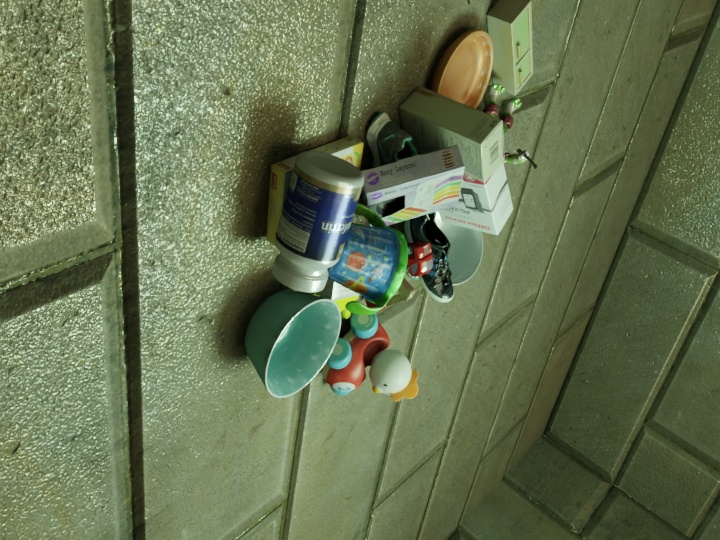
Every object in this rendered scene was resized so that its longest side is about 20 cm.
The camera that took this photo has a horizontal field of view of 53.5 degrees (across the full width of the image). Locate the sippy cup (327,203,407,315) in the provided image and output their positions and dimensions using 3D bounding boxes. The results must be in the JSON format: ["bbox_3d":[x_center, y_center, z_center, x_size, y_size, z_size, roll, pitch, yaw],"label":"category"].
[{"bbox_3d":[-0.005,-0.023,1.257,0.128,0.179,0.142,18,112,-30],"label":"sippy cup"}]

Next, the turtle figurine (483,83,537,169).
[{"bbox_3d":[0.313,-0.300,1.546,0.200,0.140,0.200,112,-10,-73],"label":"turtle figurine"}]

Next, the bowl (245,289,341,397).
[{"bbox_3d":[-0.136,0.117,1.316,0.200,0.104,0.204,-38,146,-32],"label":"bowl"}]

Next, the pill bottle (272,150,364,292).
[{"bbox_3d":[-0.073,-0.076,1.146,0.114,0.115,0.205,-13,129,-52],"label":"pill bottle"}]

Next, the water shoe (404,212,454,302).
[{"bbox_3d":[0.154,-0.028,1.497,0.071,0.078,0.204,-29,97,-35],"label":"water shoe"}]

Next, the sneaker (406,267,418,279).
[{"bbox_3d":[0.181,-0.029,1.721,0.198,0.077,0.081,-34,156,-35],"label":"sneaker"}]

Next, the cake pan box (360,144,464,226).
[{"bbox_3d":[0.093,-0.152,1.344,0.194,0.054,0.185,-15,160,-3],"label":"cake pan box"}]

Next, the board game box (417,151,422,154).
[{"bbox_3d":[0.164,-0.234,1.543,0.199,0.029,0.137,-39,145,-33],"label":"board game box"}]

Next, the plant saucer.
[{"bbox_3d":[0.201,-0.388,1.450,0.199,0.037,0.204,-39,145,-34],"label":"plant saucer"}]

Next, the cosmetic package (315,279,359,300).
[{"bbox_3d":[0.000,0.000,1.396,0.197,0.050,0.085,-12,114,-48],"label":"cosmetic package"}]

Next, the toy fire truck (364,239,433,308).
[{"bbox_3d":[0.080,0.013,1.517,0.048,0.197,0.145,-23,105,-39],"label":"toy fire truck"}]

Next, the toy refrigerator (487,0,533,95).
[{"bbox_3d":[0.324,-0.480,1.527,0.076,0.069,0.201,-49,150,-17],"label":"toy refrigerator"}]

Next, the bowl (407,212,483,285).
[{"bbox_3d":[0.176,-0.064,1.616,0.196,0.090,0.208,5,80,-30],"label":"bowl"}]

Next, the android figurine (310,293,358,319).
[{"bbox_3d":[-0.047,0.032,1.446,0.181,0.041,0.204,-34,144,-38],"label":"android figurine"}]

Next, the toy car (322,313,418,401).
[{"bbox_3d":[0.034,0.220,1.559,0.177,0.198,0.186,-45,157,-21],"label":"toy car"}]

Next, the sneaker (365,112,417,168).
[{"bbox_3d":[0.071,-0.203,1.359,0.078,0.090,0.201,-49,150,-14],"label":"sneaker"}]

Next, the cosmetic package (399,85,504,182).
[{"bbox_3d":[0.173,-0.260,1.353,0.071,0.198,0.106,-45,147,-20],"label":"cosmetic package"}]

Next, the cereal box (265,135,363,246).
[{"bbox_3d":[-0.078,-0.138,1.237,0.198,0.039,0.147,-28,138,-42],"label":"cereal box"}]

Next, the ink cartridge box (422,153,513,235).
[{"bbox_3d":[0.224,-0.179,1.481,0.084,0.142,0.202,-56,143,-25],"label":"ink cartridge box"}]
